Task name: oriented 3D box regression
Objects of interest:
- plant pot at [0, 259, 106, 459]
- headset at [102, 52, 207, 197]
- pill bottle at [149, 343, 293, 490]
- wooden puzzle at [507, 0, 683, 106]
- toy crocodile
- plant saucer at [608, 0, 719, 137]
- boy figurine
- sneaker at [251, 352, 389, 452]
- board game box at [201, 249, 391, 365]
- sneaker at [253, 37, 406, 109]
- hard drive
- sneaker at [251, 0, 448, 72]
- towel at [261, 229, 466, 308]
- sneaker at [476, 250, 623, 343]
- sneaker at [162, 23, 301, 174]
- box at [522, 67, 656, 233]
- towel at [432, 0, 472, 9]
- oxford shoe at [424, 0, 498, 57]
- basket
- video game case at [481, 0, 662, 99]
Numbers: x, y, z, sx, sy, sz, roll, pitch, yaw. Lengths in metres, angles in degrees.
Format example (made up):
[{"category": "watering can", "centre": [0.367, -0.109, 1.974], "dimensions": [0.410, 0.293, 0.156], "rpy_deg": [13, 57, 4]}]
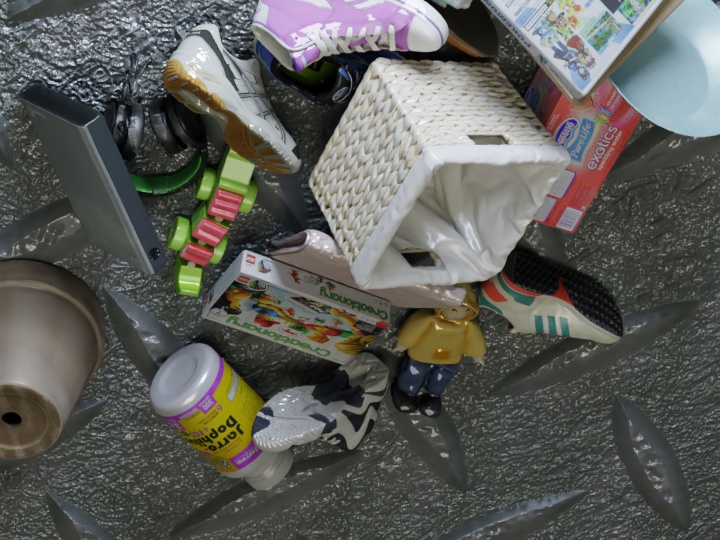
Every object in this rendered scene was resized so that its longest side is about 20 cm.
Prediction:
[{"category": "plant pot", "centre": [-0.402, 0.120, 1.674], "dimensions": [0.197, 0.175, 0.202], "rpy_deg": [-3, 127, -4]}, {"category": "headset", "centre": [-0.231, -0.148, 1.548], "dimensions": [0.122, 0.095, 0.202], "rpy_deg": [-7, 138, -2]}, {"category": "pill bottle", "centre": [-0.169, 0.190, 1.796], "dimensions": [0.104, 0.105, 0.200], "rpy_deg": [-31, 124, 15]}, {"category": "wooden puzzle", "centre": [0.219, -0.295, 1.445], "dimensions": [0.200, 0.037, 0.185], "rpy_deg": [-45, 98, -17]}, {"category": "toy crocodile", "centre": [-0.170, -0.058, 1.641], "dimensions": [0.067, 0.062, 0.201], "rpy_deg": [20, 121, -21]}, {"category": "plant saucer", "centre": [0.325, -0.223, 1.520], "dimensions": [0.198, 0.204, 0.039], "rpy_deg": [14, 150, -17]}, {"category": "boy figurine", "centre": [0.105, 0.091, 1.785], "dimensions": [0.123, 0.065, 0.202], "rpy_deg": [14, 126, -13]}, {"category": "sneaker", "centre": [-0.049, 0.199, 1.805], "dimensions": [0.198, 0.079, 0.131], "rpy_deg": [-34, 144, -30]}, {"category": "board game box", "centre": [-0.077, 0.047, 1.719], "dimensions": [0.198, 0.035, 0.126], "rpy_deg": [20, 146, -19]}, {"category": "sneaker", "centre": [-0.020, -0.203, 1.536], "dimensions": [0.197, 0.090, 0.079], "rpy_deg": [13, 124, -22]}, {"category": "hard drive", "centre": [-0.291, -0.100, 1.556], "dimensions": [0.033, 0.139, 0.202], "rpy_deg": [-38, 131, -24]}, {"category": "sneaker", "centre": [-0.016, -0.237, 1.457], "dimensions": [0.198, 0.115, 0.073], "rpy_deg": [18, 155, 15]}, {"category": "towel", "centre": [0.000, 0.000, 1.647], "dimensions": [0.198, 0.191, 0.033], "rpy_deg": [19, 82, -19]}, {"category": "sneaker", "centre": [0.233, 0.047, 1.776], "dimensions": [0.198, 0.071, 0.093], "rpy_deg": [24, 138, -24]}, {"category": "sneaker", "centre": [-0.121, -0.186, 1.539], "dimensions": [0.075, 0.089, 0.200], "rpy_deg": [0, 147, 43]}, {"category": "box", "centre": [0.231, -0.158, 1.598], "dimensions": [0.101, 0.095, 0.202], "rpy_deg": [15, 122, -18]}, {"category": "towel", "centre": [0.069, -0.378, 1.422], "dimensions": [0.199, 0.048, 0.173], "rpy_deg": [28, 97, -27]}, {"category": "oxford shoe", "centre": [0.061, -0.284, 1.513], "dimensions": [0.199, 0.072, 0.071], "rpy_deg": [31, 143, -21]}, {"category": "basket", "centre": [0.078, -0.103, 1.534], "dimensions": [0.196, 0.162, 0.201], "rpy_deg": [-4, 139, -36]}, {"category": "video game case", "centre": [0.214, -0.304, 1.414], "dimensions": [0.182, 0.022, 0.200], "rpy_deg": [43, 73, -9]}]
